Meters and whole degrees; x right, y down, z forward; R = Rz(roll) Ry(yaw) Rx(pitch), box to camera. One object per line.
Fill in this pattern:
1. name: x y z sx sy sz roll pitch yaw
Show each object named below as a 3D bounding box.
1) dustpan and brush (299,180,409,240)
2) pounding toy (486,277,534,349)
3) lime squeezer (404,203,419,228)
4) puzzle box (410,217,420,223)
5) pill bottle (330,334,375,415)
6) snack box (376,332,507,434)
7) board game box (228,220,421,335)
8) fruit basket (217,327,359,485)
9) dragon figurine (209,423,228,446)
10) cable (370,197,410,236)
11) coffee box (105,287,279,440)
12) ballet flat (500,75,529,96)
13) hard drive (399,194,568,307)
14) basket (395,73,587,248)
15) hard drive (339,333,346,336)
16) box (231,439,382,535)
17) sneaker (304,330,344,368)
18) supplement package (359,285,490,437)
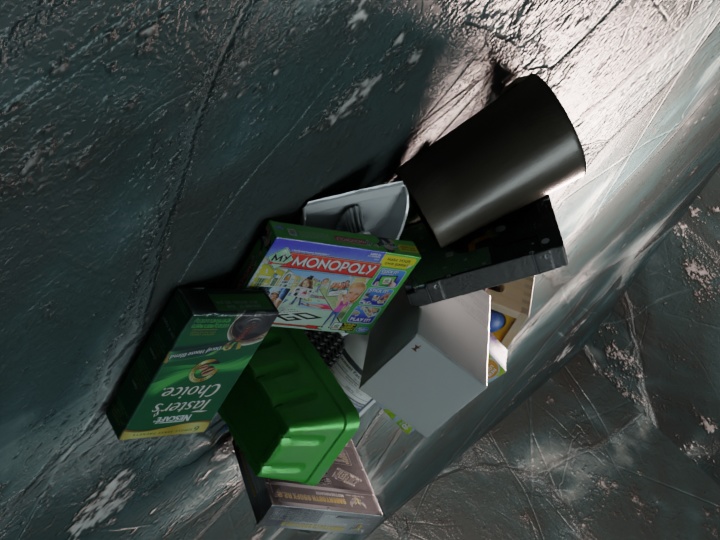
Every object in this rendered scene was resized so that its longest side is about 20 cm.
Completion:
1. dustpan and brush: -0.016 -0.008 1.372 0.139 0.057 0.200 -15 148 -26
2. pounding toy: 0.141 0.070 1.818 0.184 0.199 0.143 116 -7 -47
3. lime squeezer: 0.077 -0.078 1.522 0.070 0.038 0.200 -23 146 -14
4. puzzle box: 0.079 -0.035 1.673 0.200 0.025 0.133 -54 162 25
5. pill bottle: -0.010 0.140 1.672 0.200 0.120 0.119 -45 164 16
6. snack box: 0.095 0.131 1.759 0.200 0.169 0.068 -35 -161 26
7. board game box: -0.045 0.012 1.322 0.199 0.029 0.135 7 132 -35
8. fruit basket: -0.075 0.157 1.436 0.215 0.216 0.156 -22 151 -53
9. dragon figurine: -0.124 0.232 1.675 0.059 0.099 0.200 -54 162 24
10. cable: 0.004 -0.019 1.445 0.097 0.050 0.201 -12 128 -27
11. coffee box: -0.184 0.103 1.270 0.123 0.044 0.200 2 132 -45
12. ballet flat: 0.217 -0.220 1.546 0.200 0.067 0.063 97 10 -69
13. hard drive: 0.149 -0.030 1.442 0.199 0.140 0.038 -16 125 8
14. basket: 0.154 -0.125 1.411 0.199 0.136 0.180 -31 164 0
15. hard drive: 0.000 0.000 1.520 0.132 0.025 0.200 -43 156 -10
16. box: -0.079 0.311 1.728 0.199 0.159 0.048 13 125 -34
17. sneaker: -0.109 0.143 1.592 0.200 0.070 0.090 -45 -168 -27
18. supplement package: 0.086 0.089 1.488 0.117 0.117 0.200 -44 -163 28
